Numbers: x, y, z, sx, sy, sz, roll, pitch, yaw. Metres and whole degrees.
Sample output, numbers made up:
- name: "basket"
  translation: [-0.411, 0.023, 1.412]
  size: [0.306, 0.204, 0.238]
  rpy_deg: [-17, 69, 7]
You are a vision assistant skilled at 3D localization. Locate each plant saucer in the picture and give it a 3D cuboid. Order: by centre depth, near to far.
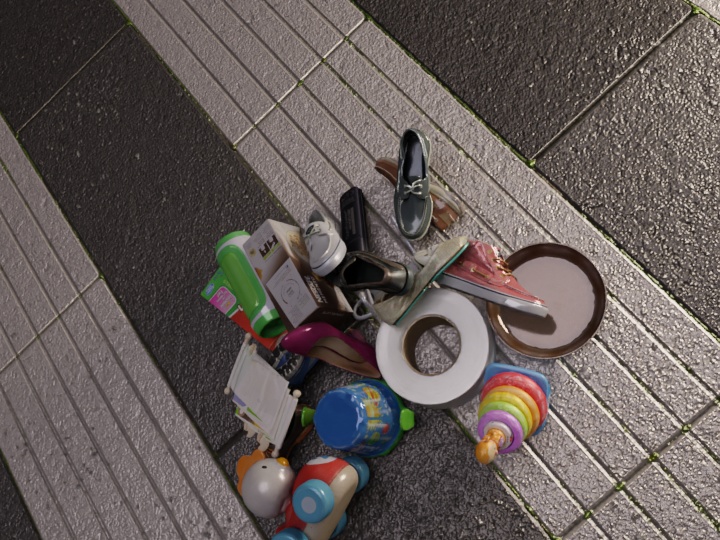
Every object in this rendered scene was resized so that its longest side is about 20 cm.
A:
- name: "plant saucer"
  translation: [0.312, 0.052, 1.275]
  size: [0.199, 0.032, 0.202]
  rpy_deg: [-7, 71, 20]

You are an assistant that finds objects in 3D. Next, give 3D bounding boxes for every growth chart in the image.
- name: "growth chart"
  translation: [-0.179, 0.222, 1.338]
  size: [0.200, 0.018, 0.145]
  rpy_deg: [39, 109, 40]

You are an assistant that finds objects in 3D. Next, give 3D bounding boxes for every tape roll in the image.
- name: "tape roll"
  translation: [0.130, 0.133, 1.300]
  size: [0.201, 0.071, 0.204]
  rpy_deg: [-7, 72, 20]

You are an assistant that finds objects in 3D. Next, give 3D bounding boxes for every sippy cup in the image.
- name: "sippy cup"
  translation: [-0.009, 0.249, 1.274]
  size: [0.178, 0.130, 0.140]
  rpy_deg: [-40, 67, 15]

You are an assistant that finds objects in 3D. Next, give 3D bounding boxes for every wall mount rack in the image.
- name: "wall mount rack"
  translation: [0.047, -0.007, 1.380]
  size: [0.199, 0.075, 0.174]
  rpy_deg: [-34, 32, 8]

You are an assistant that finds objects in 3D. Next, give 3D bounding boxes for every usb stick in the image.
- name: "usb stick"
  translation: [-0.011, -0.076, 1.406]
  size: [0.055, 0.033, 0.201]
  rpy_deg: [-33, 42, 27]

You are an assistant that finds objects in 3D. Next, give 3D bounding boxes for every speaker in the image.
- name: "speaker"
  translation: [-0.198, 0.025, 1.410]
  size: [0.088, 0.088, 0.201]
  rpy_deg: [-35, 65, 8]

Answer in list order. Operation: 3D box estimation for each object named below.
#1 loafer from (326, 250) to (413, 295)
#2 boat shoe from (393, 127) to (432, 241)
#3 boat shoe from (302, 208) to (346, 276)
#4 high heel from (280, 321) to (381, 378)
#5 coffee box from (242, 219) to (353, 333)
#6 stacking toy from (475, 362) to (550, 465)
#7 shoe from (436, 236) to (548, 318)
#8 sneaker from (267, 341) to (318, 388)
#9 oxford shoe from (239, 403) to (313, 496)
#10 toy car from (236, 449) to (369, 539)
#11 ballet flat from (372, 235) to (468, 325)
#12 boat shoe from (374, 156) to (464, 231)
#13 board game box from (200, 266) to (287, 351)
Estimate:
- name: "loafer"
  translation: [0.000, 0.000, 1.270]
  size: [0.199, 0.063, 0.072]
  rpy_deg: [7, 86, 47]
- name: "boat shoe"
  translation: [0.089, -0.154, 1.336]
  size: [0.072, 0.062, 0.202]
  rpy_deg: [2, 83, 18]
- name: "boat shoe"
  translation: [-0.074, -0.053, 1.341]
  size: [0.073, 0.200, 0.067]
  rpy_deg: [-41, 108, 9]
- name: "high heel"
  translation: [-0.044, 0.143, 1.299]
  size: [0.068, 0.199, 0.096]
  rpy_deg: [-54, 53, 30]
- name: "coffee box"
  translation: [-0.113, 0.016, 1.354]
  size: [0.080, 0.114, 0.201]
  rpy_deg: [-42, 62, 22]
- name: "stacking toy"
  translation: [0.216, 0.234, 1.155]
  size: [0.109, 0.200, 0.117]
  rpy_deg: [12, 112, 22]
- name: "shoe"
  translation: [0.228, 0.008, 1.265]
  size: [0.199, 0.071, 0.092]
  rpy_deg: [20, 87, 30]
- name: "sneaker"
  translation: [-0.146, 0.201, 1.385]
  size: [0.200, 0.089, 0.079]
  rpy_deg: [-41, 57, 28]
- name: "oxford shoe"
  translation: [-0.164, 0.320, 1.355]
  size: [0.071, 0.073, 0.201]
  rpy_deg: [32, 87, 26]
- name: "toy car"
  translation: [-0.120, 0.353, 1.238]
  size: [0.199, 0.184, 0.178]
  rpy_deg: [30, 102, 18]
- name: "ballet flat"
  translation: [0.096, 0.006, 1.263]
  size: [0.062, 0.067, 0.200]
  rpy_deg: [41, 98, 0]
- name: "boat shoe"
  translation: [0.097, -0.143, 1.399]
  size: [0.200, 0.076, 0.072]
  rpy_deg: [37, 91, 28]
- name: "board game box"
  translation: [-0.195, 0.041, 1.473]
  size: [0.200, 0.040, 0.153]
  rpy_deg: [33, 87, 27]
